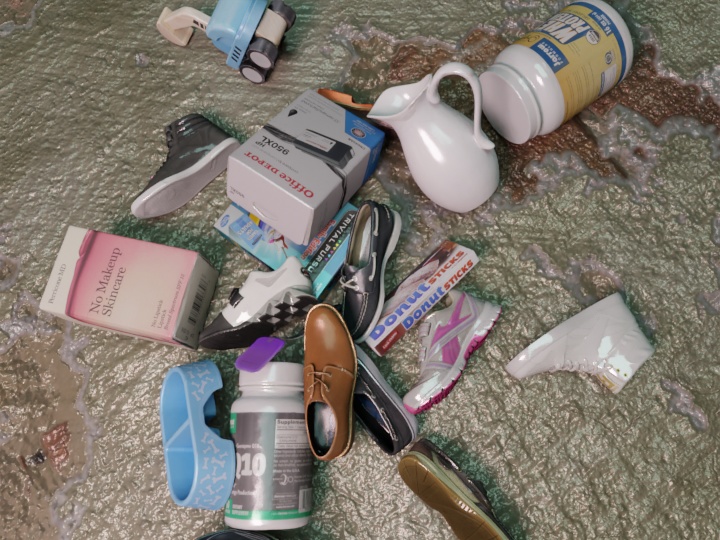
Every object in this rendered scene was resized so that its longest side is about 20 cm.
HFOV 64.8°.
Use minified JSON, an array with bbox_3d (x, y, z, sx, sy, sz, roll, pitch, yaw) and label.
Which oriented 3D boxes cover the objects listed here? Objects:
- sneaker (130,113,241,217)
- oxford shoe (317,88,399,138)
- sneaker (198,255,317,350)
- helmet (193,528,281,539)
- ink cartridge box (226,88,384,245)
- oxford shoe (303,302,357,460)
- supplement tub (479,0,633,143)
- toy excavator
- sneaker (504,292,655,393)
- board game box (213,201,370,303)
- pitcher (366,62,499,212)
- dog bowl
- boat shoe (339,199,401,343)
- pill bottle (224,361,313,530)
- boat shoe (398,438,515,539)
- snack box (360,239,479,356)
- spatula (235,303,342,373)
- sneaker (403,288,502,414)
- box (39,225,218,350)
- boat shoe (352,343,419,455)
[{"bbox_3d":[-0.296,-0.170,0.903,0.200,0.071,0.099,-42,74,-15],"label":"sneaker"},{"bbox_3d":[0.016,-0.229,0.912,0.198,0.071,0.073,19,96,12],"label":"oxford shoe"},{"bbox_3d":[-0.152,0.048,0.818,0.199,0.074,0.089,-28,59,17],"label":"sneaker"},{"bbox_3d":[-0.150,0.406,0.666,0.198,0.200,0.192,-23,71,-4],"label":"helmet"},{"bbox_3d":[-0.077,-0.154,0.824,0.144,0.085,0.200,32,54,8],"label":"ink cartridge box"},{"bbox_3d":[-0.043,0.139,0.727,0.071,0.071,0.202,-10,79,15],"label":"oxford shoe"},{"bbox_3d":[0.294,-0.301,0.869,0.199,0.145,0.145,-36,75,-8],"label":"supplement tub"},{"bbox_3d":[-0.230,-0.403,0.940,0.199,0.194,0.101,27,75,-19],"label":"toy excavator"},{"bbox_3d":[0.310,0.125,0.784,0.199,0.074,0.116,-28,71,-7],"label":"sneaker"},{"bbox_3d":[-0.099,-0.066,0.872,0.199,0.047,0.152,34,78,12],"label":"board game box"},{"bbox_3d":[0.130,-0.186,0.805,0.200,0.171,0.122,46,56,-24],"label":"pitcher"},{"bbox_3d":[-0.221,0.214,0.750,0.049,0.111,0.201,9,49,-40],"label":"dog bowl"},{"bbox_3d":[0.000,0.000,0.807,0.075,0.060,0.202,0,75,48],"label":"boat shoe"},{"bbox_3d":[-0.118,0.228,0.754,0.112,0.113,0.202,-1,73,2],"label":"pill bottle"},{"bbox_3d":[0.139,0.302,0.743,0.200,0.073,0.065,46,45,2],"label":"boat shoe"},{"bbox_3d":[0.079,0.036,0.824,0.200,0.072,0.024,-43,121,-9],"label":"snack box"},{"bbox_3d":[-0.090,0.087,0.785,0.056,0.199,0.021,3,109,39],"label":"spatula"},{"bbox_3d":[0.113,0.109,0.797,0.088,0.082,0.200,33,66,15],"label":"sneaker"},{"bbox_3d":[-0.328,0.027,0.824,0.198,0.109,0.129,11,75,6],"label":"box"},{"bbox_3d":[-0.007,0.170,0.781,0.200,0.070,0.066,49,40,8],"label":"boat shoe"}]
